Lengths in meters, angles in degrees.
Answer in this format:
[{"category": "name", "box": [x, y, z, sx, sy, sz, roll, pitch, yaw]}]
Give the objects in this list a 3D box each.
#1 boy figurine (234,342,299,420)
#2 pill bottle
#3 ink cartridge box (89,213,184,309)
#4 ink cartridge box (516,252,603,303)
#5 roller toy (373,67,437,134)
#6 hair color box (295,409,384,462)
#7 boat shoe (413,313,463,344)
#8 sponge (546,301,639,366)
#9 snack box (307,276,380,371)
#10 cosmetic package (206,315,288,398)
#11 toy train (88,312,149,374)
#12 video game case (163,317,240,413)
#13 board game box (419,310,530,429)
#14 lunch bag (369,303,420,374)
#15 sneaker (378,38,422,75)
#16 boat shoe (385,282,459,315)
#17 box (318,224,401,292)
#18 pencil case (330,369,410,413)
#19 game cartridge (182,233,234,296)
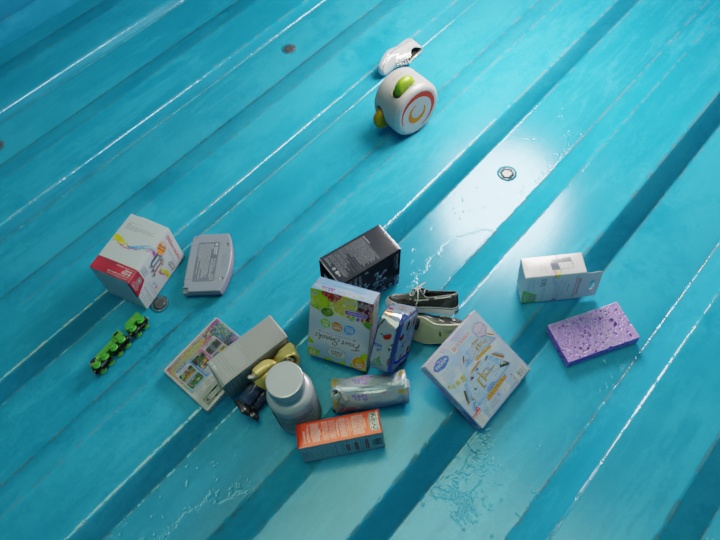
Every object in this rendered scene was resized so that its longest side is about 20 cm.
[{"category": "boy figurine", "box": [-0.219, 0.272, 1.560, 0.201, 0.124, 0.064, -49, 39, -5]}, {"category": "pill bottle", "box": [-0.161, 0.300, 1.487, 0.112, 0.201, 0.116, -3, 55, 5]}, {"category": "ink cartridge box", "box": [-0.629, -0.028, 1.791, 0.143, 0.146, 0.202, 18, 61, 18]}, {"category": "ink cartridge box", "box": [0.515, 0.018, 1.640, 0.196, 0.118, 0.068, -5, 53, 3]}, {"category": "roller toy", "box": [0.140, -0.543, 2.017, 0.181, 0.202, 0.140, -15, 50, -40]}, {"category": "hair color box", "box": [-0.046, 0.388, 1.476, 0.196, 0.102, 0.062, -10, 56, -1]}, {"category": "boat shoe", "box": [0.195, 0.149, 1.636, 0.197, 0.073, 0.068, 7, 19, 20]}, {"category": "sponge", "box": [0.585, 0.160, 1.592, 0.197, 0.030, 0.113, -18, 56, -5]}, {"category": "snack box", "box": [-0.044, 0.135, 1.581, 0.166, 0.203, 0.068, 14, 31, 16]}, {"category": "cosmetic package", "box": [-0.277, 0.218, 1.587, 0.199, 0.107, 0.090, -35, 66, -16]}, {"category": "toy train", "box": [-0.659, 0.197, 1.714, 0.056, 0.042, 0.201, 24, 63, 32]}, {"category": "video game case", "box": [-0.389, 0.245, 1.658, 0.181, 0.024, 0.200, 33, 67, 25]}, {"category": "board game box", "box": [0.279, 0.238, 1.525, 0.200, 0.041, 0.200, -42, 87, -21]}, {"category": "lunch bag", "box": [0.085, 0.168, 1.543, 0.074, 0.200, 0.163, 14, 96, 16]}, {"category": "sneaker", "box": [0.142, -0.751, 2.216, 0.070, 0.073, 0.200, 31, 65, 28]}, {"category": "boat shoe", "box": [0.160, 0.072, 1.654, 0.196, 0.069, 0.074, 6, 23, 24]}, {"category": "box", "box": [0.000, 0.000, 1.687, 0.198, 0.149, 0.107, -31, 59, -19]}, {"category": "pencil case", "box": [0.023, 0.293, 1.536, 0.196, 0.091, 0.084, -7, 56, 1]}, {"category": "game cartridge", "box": [-0.435, -0.016, 1.828, 0.131, 0.041, 0.203, -4, 57, 9]}]
